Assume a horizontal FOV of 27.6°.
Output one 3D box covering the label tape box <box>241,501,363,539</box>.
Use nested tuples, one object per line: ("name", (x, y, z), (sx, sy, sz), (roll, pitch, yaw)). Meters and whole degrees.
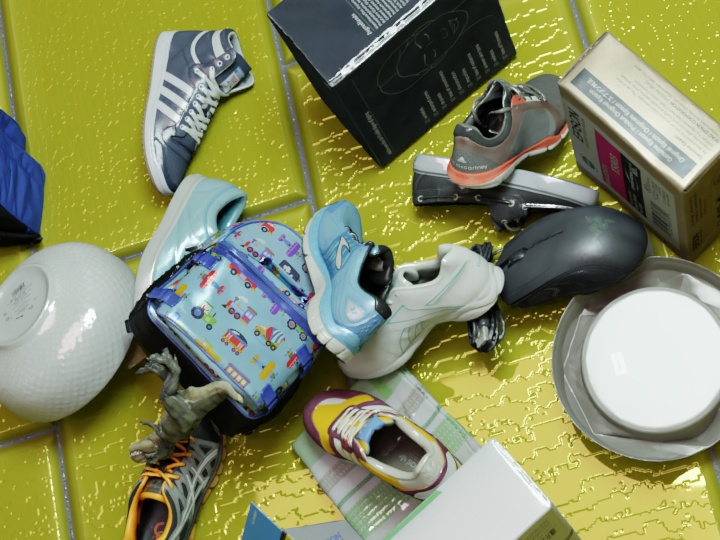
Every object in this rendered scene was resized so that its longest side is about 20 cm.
("label tape box", (-0.027, 0.310, 1.374), (0.063, 0.145, 0.200), (-28, 60, -36))

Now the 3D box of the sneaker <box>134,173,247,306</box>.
("sneaker", (-0.176, -0.013, 1.543), (0.081, 0.074, 0.202), (8, 66, 22))

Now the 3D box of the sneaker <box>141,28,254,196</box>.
("sneaker", (-0.179, -0.183, 1.629), (0.107, 0.070, 0.202), (-5, 68, 16))

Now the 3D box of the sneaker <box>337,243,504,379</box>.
("sneaker", (0.044, 0.035, 1.454), (0.200, 0.080, 0.071), (-36, 36, 25))

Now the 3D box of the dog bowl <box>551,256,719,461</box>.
("dog bowl", (0.286, 0.091, 1.412), (0.198, 0.059, 0.202), (-5, 69, 14))

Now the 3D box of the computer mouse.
("computer mouse", (0.182, -0.009, 1.435), (0.198, 0.053, 0.140), (-21, 44, 23))

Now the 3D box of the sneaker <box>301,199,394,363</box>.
("sneaker", (0.000, 0.000, 1.437), (0.090, 0.078, 0.201), (-34, 37, 22))

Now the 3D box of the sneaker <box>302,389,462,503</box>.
("sneaker", (0.012, 0.155, 1.401), (0.199, 0.090, 0.075), (22, 74, 36))

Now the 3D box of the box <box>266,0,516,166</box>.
("box", (0.038, -0.245, 1.519), (0.196, 0.200, 0.124), (-41, 64, -2))

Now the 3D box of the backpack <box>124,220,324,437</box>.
("backpack", (-0.106, 0.038, 1.470), (0.183, 0.134, 0.200), (47, 63, -2))

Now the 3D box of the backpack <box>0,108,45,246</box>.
("backpack", (-0.461, -0.121, 1.616), (0.161, 0.200, 0.170), (-10, 69, 12))

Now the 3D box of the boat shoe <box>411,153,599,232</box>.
("boat shoe", (0.144, -0.073, 1.507), (0.198, 0.070, 0.067), (11, 95, 14))

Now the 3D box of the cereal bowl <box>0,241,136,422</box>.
("cereal bowl", (-0.334, 0.055, 1.547), (0.199, 0.083, 0.202), (-20, 53, 29))

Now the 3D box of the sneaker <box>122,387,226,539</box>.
("sneaker", (-0.193, 0.213, 1.494), (0.077, 0.077, 0.202), (4, 71, 19))

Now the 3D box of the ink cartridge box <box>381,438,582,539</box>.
("ink cartridge box", (0.113, 0.252, 1.329), (0.146, 0.200, 0.084), (-42, 63, -2))

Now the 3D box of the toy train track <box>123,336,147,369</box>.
("toy train track", (-0.228, 0.041, 1.590), (0.199, 0.033, 0.115), (-37, 59, -5))

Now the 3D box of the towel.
("towel", (0.032, 0.187, 1.442), (0.149, 0.031, 0.200), (-42, 53, -3))

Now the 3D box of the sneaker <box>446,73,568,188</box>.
("sneaker", (0.158, -0.160, 1.482), (0.076, 0.083, 0.200), (18, 43, 28))

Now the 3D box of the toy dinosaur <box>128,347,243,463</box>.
("toy dinosaur", (-0.177, 0.121, 1.411), (0.047, 0.200, 0.089), (-30, 85, -42))

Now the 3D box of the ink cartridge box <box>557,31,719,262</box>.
("ink cartridge box", (0.278, -0.113, 1.406), (0.075, 0.200, 0.165), (-44, 66, -4))
